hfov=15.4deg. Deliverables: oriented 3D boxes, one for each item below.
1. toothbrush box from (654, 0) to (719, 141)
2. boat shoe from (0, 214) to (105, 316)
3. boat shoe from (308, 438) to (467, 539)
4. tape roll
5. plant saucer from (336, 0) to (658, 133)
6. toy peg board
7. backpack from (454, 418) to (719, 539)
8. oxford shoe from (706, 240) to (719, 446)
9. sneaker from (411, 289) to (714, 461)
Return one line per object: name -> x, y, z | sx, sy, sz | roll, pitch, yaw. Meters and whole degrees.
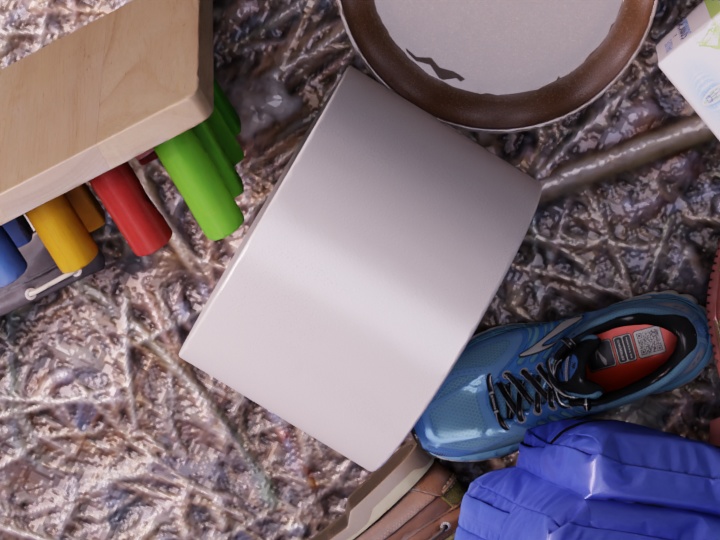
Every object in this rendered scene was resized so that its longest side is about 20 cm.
toothbrush box -> 0.297, -0.138, 1.585 | 0.200, 0.086, 0.146 | -38, 98, 13
boat shoe -> -0.252, 0.028, 1.674 | 0.199, 0.074, 0.060 | -35, 94, 3
boat shoe -> -0.011, 0.199, 1.694 | 0.200, 0.072, 0.068 | -43, 96, 12
tape roll -> 0.000, 0.000, 1.580 | 0.139, 0.203, 0.203 | 31, 104, -3
plant saucer -> 0.083, -0.185, 1.617 | 0.199, 0.032, 0.202 | 1, 103, 3
toy peg board -> -0.159, -0.063, 1.588 | 0.198, 0.200, 0.098 | -27, 115, 10
backpack -> 0.146, 0.176, 1.594 | 0.162, 0.200, 0.169 | 15, 83, -16
oxford shoe -> 0.258, 0.054, 1.616 | 0.075, 0.070, 0.201 | -5, 84, 42
sneaker -> 0.121, 0.060, 1.635 | 0.199, 0.090, 0.079 | -22, 86, 7
